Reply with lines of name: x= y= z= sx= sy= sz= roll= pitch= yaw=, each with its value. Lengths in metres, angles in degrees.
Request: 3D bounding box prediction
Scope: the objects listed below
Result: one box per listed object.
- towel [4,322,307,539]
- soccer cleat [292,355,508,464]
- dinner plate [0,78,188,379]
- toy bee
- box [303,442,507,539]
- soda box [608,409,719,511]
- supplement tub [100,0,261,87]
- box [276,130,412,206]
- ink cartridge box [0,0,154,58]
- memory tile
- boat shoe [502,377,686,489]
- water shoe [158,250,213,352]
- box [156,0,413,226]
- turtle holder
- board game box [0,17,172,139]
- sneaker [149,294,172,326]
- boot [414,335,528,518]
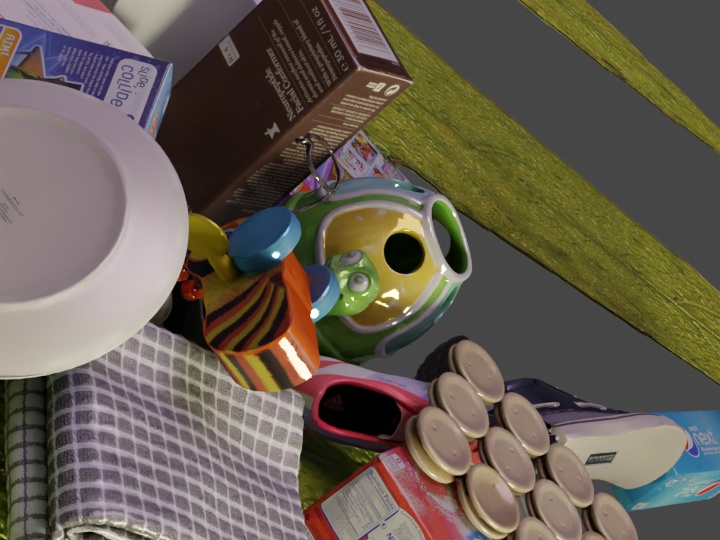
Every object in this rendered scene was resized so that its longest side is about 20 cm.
towel: x=-0.110 y=0.119 z=1.000 sx=0.200 sy=0.085 sz=0.166 roll=29 pitch=34 yaw=-38
soccer cleat: x=0.042 y=0.108 z=1.208 sx=0.199 sy=0.069 sz=0.073 roll=15 pitch=5 yaw=-16
dinner plate: x=-0.193 y=-0.032 z=0.941 sx=0.199 sy=0.024 sz=0.201 roll=4 pitch=57 yaw=-6
toy bee: x=-0.068 y=0.011 z=1.056 sx=0.131 sy=0.108 sz=0.200 roll=64 pitch=20 yaw=-12
box: x=0.051 y=0.219 z=1.115 sx=0.200 sy=0.100 sz=0.095 roll=56 pitch=26 yaw=13
soda box: x=0.298 y=0.176 z=1.617 sx=0.200 sy=0.064 sz=0.068 roll=6 pitch=49 yaw=-56
supplement tub: x=-0.130 y=-0.233 z=1.369 sx=0.145 sy=0.145 sz=0.200 roll=38 pitch=28 yaw=-25
box: x=-0.014 y=-0.056 z=1.444 sx=0.137 sy=0.039 sz=0.200 roll=47 pitch=26 yaw=-9
ink cartridge box: x=-0.224 y=-0.132 z=1.170 sx=0.117 sy=0.067 sz=0.200 roll=47 pitch=24 yaw=-7
memory tile: x=0.113 y=0.148 z=1.165 sx=0.200 sy=0.017 sz=0.153 roll=49 pitch=29 yaw=-9
boat shoe: x=0.190 y=0.131 z=1.460 sx=0.199 sy=0.075 sz=0.093 roll=8 pitch=30 yaw=-46
water shoe: x=-0.109 y=0.005 z=1.160 sx=0.071 sy=0.079 sz=0.201 roll=19 pitch=39 yaw=-48
box: x=-0.069 y=-0.118 z=1.250 sx=0.075 sy=0.200 sz=0.100 roll=5 pitch=50 yaw=-54
turtle holder: x=0.000 y=-0.009 z=1.247 sx=0.185 sy=0.131 sz=0.142 roll=35 pitch=41 yaw=-59
board game box: x=-0.199 y=-0.053 z=0.989 sx=0.135 sy=0.035 sz=0.201 roll=15 pitch=55 yaw=1
sneaker: x=-0.206 y=-0.023 z=1.065 sx=0.199 sy=0.074 sz=0.116 roll=31 pitch=-14 yaw=11
boot: x=0.104 y=0.159 z=1.336 sx=0.131 sy=0.070 sz=0.201 roll=34 pitch=41 yaw=-37
